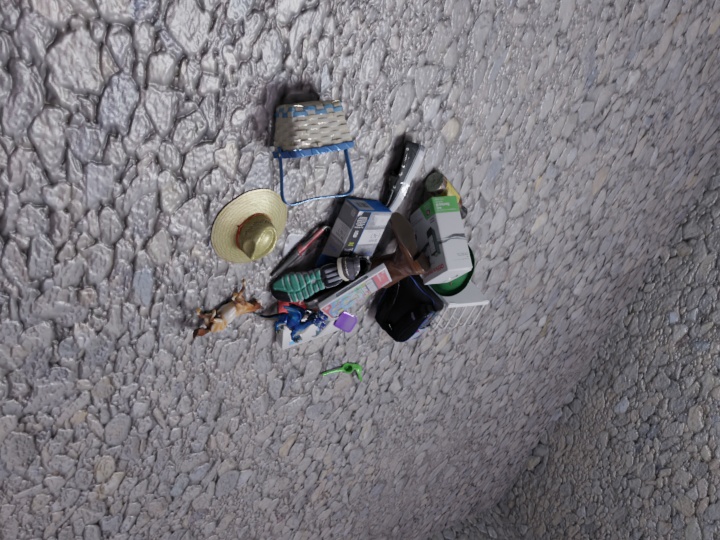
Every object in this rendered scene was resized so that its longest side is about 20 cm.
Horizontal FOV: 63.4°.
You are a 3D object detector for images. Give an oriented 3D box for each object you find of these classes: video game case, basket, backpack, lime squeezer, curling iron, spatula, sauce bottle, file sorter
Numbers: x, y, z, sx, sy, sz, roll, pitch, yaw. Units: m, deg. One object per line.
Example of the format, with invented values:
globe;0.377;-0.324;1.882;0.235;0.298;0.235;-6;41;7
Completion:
video game case;-0.011;0.057;1.527;0.197;0.018;0.143;-32;163;1
basket;-0.096;-0.250;1.231;0.173;0.138;0.206;-13;102;-31
backpack;0.142;0.112;1.756;0.192;0.201;0.153;-51;150;20
lime squeezer;-0.040;0.327;1.906;0.070;0.039;0.198;-27;152;32
curling iron;-0.147;-0.047;1.475;0.199;0.026;0.050;-42;144;-2
spatula;-0.085;0.132;1.622;0.198;0.021;0.057;20;111;-46
sauce bottle;0.247;-0.204;1.646;0.065;0.065;0.199;-46;143;5
file sorter;0.289;0.105;1.901;0.196;0.139;0.126;-1;129;-40

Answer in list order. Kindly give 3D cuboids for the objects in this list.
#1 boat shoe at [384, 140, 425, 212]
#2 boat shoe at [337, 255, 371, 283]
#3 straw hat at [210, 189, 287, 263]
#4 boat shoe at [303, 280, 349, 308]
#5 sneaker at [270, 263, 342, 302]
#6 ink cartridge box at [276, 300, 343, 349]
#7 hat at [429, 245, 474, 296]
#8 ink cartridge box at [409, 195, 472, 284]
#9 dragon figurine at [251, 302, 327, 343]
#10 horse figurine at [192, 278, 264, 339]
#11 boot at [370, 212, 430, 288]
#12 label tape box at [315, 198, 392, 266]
boat shoe;0.101;-0.241;1.494;0.055;0.069;0.203;21;123;-11
boat shoe;0.000;0.000;1.506;0.061;0.075;0.199;-11;170;17
straw hat;-0.234;-0.076;1.326;0.197;0.085;0.205;-24;138;-23
boat shoe;-0.064;0.066;1.585;0.199;0.074;0.067;-23;108;-35
sneaker;-0.133;0.032;1.513;0.194;0.077;0.088;-13;-177;5
ink cartridge box;-0.135;0.115;1.617;0.196;0.045;0.180;-17;135;-29
hat;0.228;-0.031;1.686;0.174;0.164;0.204;11;110;-54
ink cartridge box;0.215;-0.079;1.578;0.082;0.206;0.146;-6;166;-23
dragon figurine;-0.179;0.119;1.514;0.101;0.196;0.059;-65;168;10
horse figurine;-0.330;0.102;1.424;0.198;0.050;0.134;-37;159;-21
boot;0.079;-0.049;1.604;0.064;0.198;0.189;-35;100;-37
label tape box;-0.017;-0.080;1.509;0.142;0.063;0.203;-6;129;-51
